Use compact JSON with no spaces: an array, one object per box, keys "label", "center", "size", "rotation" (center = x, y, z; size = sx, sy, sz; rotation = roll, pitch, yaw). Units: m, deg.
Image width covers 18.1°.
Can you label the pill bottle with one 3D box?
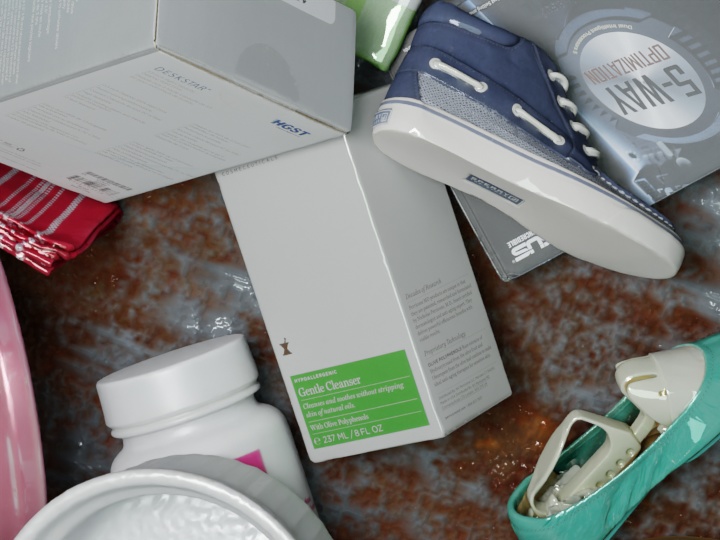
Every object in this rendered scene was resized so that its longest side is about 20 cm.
[{"label":"pill bottle","center":[-0.084,0.147,1.357],"size":[0.113,0.113,0.201],"rotation":[-18,95,7]}]

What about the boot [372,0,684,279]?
[{"label":"boot","center":[0.109,-0.075,1.291],"size":[0.199,0.073,0.091],"rotation":[28,71,-15]}]

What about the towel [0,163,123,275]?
[{"label":"towel","center":[-0.239,-0.067,1.331],"size":[0.199,0.145,0.023],"rotation":[31,105,1]}]

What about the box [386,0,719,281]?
[{"label":"box","center":[0.134,-0.109,1.341],"size":[0.199,0.044,0.161],"rotation":[-28,93,8]}]

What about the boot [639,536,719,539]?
[{"label":"boot","center":[0.163,0.251,1.368],"size":[0.199,0.074,0.155],"rotation":[-11,116,-17]}]

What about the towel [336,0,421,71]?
[{"label":"towel","center":[-0.007,-0.236,1.325],"size":[0.149,0.031,0.201],"rotation":[25,96,19]}]

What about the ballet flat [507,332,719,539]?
[{"label":"ballet flat","center":[0.163,0.095,1.344],"size":[0.070,0.067,0.200],"rotation":[37,102,-29]}]

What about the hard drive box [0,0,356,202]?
[{"label":"hard drive box","center":[-0.126,-0.111,1.259],"size":[0.199,0.156,0.077],"rotation":[-12,68,38]}]

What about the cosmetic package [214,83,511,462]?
[{"label":"cosmetic package","center":[0.000,0.000,1.330],"size":[0.107,0.085,0.201],"rotation":[-16,96,38]}]

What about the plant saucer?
[{"label":"plant saucer","center":[-0.229,0.072,1.318],"size":[0.051,0.200,0.202],"rotation":[-10,96,-17]}]

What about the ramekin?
[{"label":"ramekin","center":[-0.099,0.198,1.259],"size":[0.199,0.098,0.202],"rotation":[2,99,11]}]
